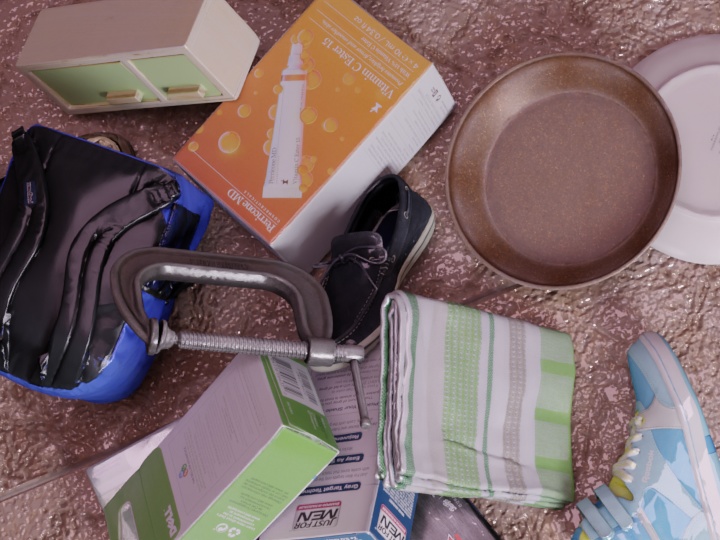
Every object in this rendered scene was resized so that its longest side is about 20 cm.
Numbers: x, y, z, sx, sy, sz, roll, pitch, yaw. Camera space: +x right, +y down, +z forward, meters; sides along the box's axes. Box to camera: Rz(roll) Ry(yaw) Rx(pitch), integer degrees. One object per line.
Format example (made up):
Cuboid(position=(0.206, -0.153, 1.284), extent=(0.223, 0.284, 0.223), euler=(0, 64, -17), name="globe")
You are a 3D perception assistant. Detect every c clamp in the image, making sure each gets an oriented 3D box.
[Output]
Cuboid(position=(-0.091, 0.039, 1.360), extent=(0.199, 0.027, 0.171), euler=(9, 39, -12), name="c clamp")

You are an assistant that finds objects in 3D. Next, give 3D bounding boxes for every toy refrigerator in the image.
Cuboid(position=(-0.191, -0.181, 1.527), extent=(0.199, 0.076, 0.070), euler=(-1, 58, 36), name="toy refrigerator")

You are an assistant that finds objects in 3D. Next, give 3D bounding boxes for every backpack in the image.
Cuboid(position=(-0.218, 0.009, 1.485), extent=(0.162, 0.168, 0.201), euler=(18, 83, 21), name="backpack")

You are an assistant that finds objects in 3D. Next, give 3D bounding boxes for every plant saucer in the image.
Cuboid(position=(0.169, -0.080, 1.492), extent=(0.200, 0.037, 0.201), euler=(-4, 78, 20), name="plant saucer")

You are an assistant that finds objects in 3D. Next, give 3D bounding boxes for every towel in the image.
Cuboid(position=(0.096, 0.102, 1.398), extent=(0.031, 0.199, 0.150), euler=(-12, 71, 48), name="towel")

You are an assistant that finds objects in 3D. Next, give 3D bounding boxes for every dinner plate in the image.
Cuboid(position=(0.295, -0.104, 1.494), extent=(0.199, 0.024, 0.201), euler=(-2, 77, 9), name="dinner plate")

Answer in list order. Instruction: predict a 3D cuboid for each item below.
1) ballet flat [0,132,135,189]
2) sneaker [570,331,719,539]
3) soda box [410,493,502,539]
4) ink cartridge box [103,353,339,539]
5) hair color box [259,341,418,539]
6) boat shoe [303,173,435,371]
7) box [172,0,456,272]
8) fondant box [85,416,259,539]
Cuboid(position=(-0.292, -0.067, 1.580), extent=(0.199, 0.046, 0.068), euler=(-22, 74, 5), name="ballet flat")
Cuboid(position=(0.213, 0.155, 1.418), extent=(0.130, 0.080, 0.201), euler=(-18, 73, 4), name="sneaker")
Cuboid(position=(0.086, 0.237, 1.429), extent=(0.071, 0.063, 0.200), euler=(-39, 72, 0), name="soda box")
Cuboid(position=(-0.111, 0.160, 1.390), extent=(0.200, 0.059, 0.104), euler=(-48, 37, 19), name="ink cartridge box")
Cuboid(position=(-0.004, 0.137, 1.419), extent=(0.100, 0.061, 0.201), euler=(-10, 47, 29), name="hair color box")
Cuboid(position=(0.000, 0.000, 1.459), extent=(0.074, 0.062, 0.200), euler=(-3, 43, 36), name="boat shoe")
Cuboid(position=(-0.037, -0.116, 1.514), extent=(0.124, 0.097, 0.200), euler=(40, 87, 22), name="box")
Cuboid(position=(-0.116, 0.219, 1.474), extent=(0.144, 0.058, 0.201), euler=(-28, 75, 3), name="fondant box")
